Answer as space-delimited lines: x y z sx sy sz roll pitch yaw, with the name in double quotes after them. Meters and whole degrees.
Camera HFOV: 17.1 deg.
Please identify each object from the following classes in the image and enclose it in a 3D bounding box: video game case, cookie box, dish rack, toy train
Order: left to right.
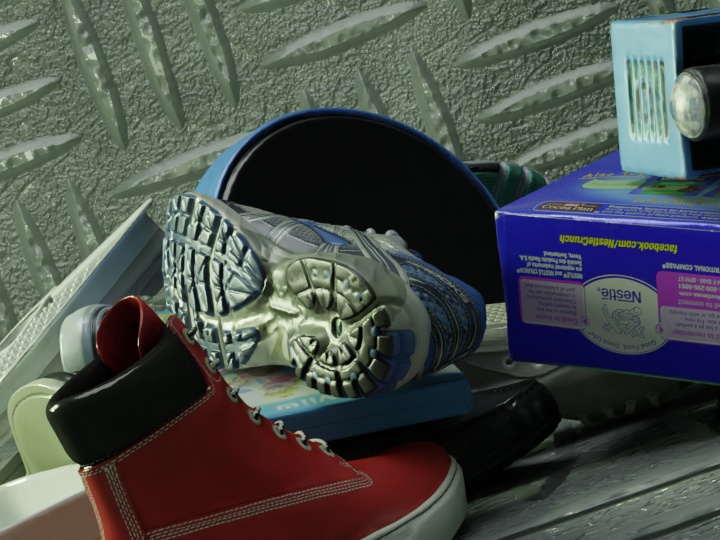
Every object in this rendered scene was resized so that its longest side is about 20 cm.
-0.185 0.056 1.370 0.200 0.044 0.172 -39 11 48 "dish rack"
-0.042 0.044 1.120 0.142 0.018 0.200 -10 16 -11 "video game case"
0.184 -0.013 1.080 0.170 0.076 0.200 6 19 34 "cookie box"
0.209 -0.085 1.041 0.199 0.087 0.114 -10 12 -23 "toy train"

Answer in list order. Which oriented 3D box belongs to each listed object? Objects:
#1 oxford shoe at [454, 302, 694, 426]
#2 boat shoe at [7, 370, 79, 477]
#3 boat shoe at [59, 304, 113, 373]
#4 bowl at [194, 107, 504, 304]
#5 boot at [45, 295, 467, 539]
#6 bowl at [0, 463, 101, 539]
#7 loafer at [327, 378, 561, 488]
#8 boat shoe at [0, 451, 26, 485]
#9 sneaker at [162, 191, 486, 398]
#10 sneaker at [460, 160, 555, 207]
0.122 0.044 1.145 0.198 0.058 0.075 -5 9 13 "oxford shoe"
-0.128 0.092 1.202 0.066 0.074 0.200 -39 -22 -22 "boat shoe"
-0.089 0.065 1.298 0.070 0.073 0.200 -15 -27 22 "boat shoe"
0.000 0.000 1.308 0.200 0.201 0.039 -23 -16 -33 "bowl"
-0.038 0.067 0.963 0.072 0.145 0.200 -20 2 38 "boot"
-0.191 0.155 1.067 0.199 0.075 0.200 -22 5 -31 "bowl"
0.001 0.080 1.127 0.200 0.071 0.068 -18 4 33 "loafer"
-0.161 0.111 1.408 0.200 0.075 0.062 -51 4 -32 "boat shoe"
-0.019 0.012 1.085 0.085 0.078 0.200 -6 19 -36 "sneaker"
0.113 -0.026 1.537 0.199 0.075 0.087 16 5 -26 "sneaker"
